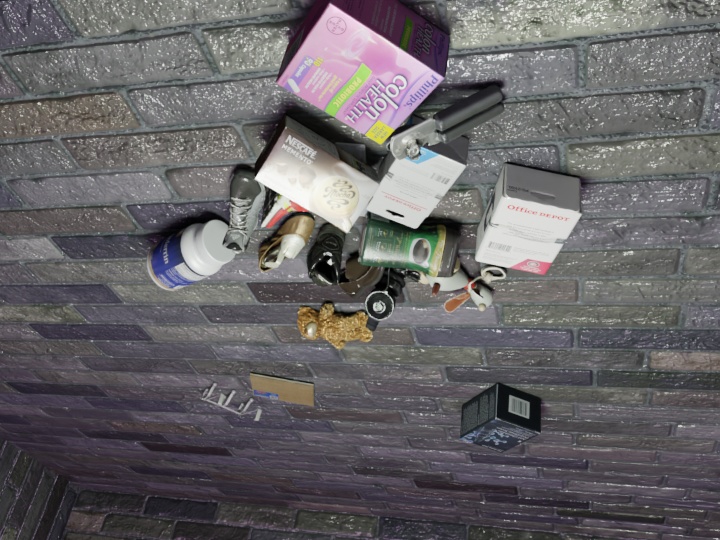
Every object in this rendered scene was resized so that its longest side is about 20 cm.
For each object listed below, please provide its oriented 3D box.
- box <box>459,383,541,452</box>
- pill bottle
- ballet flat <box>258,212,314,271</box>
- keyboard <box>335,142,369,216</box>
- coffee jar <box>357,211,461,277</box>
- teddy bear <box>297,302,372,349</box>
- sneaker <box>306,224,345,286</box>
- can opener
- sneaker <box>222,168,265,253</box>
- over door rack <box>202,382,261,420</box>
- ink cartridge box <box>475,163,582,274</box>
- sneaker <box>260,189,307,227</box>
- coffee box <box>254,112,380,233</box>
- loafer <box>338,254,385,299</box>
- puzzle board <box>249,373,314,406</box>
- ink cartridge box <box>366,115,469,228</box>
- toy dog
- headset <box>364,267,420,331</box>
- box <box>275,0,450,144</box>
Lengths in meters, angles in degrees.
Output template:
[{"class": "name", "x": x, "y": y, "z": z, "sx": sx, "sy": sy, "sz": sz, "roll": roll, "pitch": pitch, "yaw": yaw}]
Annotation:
[{"class": "box", "x": 0.392, "y": 0.420, "z": 2.013, "sx": 0.146, "sy": 0.108, "sz": 0.200, "roll": 20, "pitch": 146, "yaw": -14}, {"class": "pill bottle", "x": -0.369, "y": -0.035, "z": 1.565, "sx": 0.198, "sy": 0.117, "sz": 0.115, "roll": -20, "pitch": 136, "yaw": 37}, {"class": "ballet flat", "x": -0.164, "y": -0.049, "z": 1.524, "sx": 0.067, "sy": 0.073, "sz": 0.199, "roll": 30, "pitch": 141, "yaw": -27}, {"class": "keyboard", "x": -0.014, "y": -0.170, "z": 1.367, "sx": 0.055, "sy": 0.011, "sz": 0.201, "roll": 10, "pitch": 146, "yaw": 11}, {"class": "coffee jar", "x": 0.098, "y": -0.049, "z": 1.417, "sx": 0.196, "sy": 0.085, "sz": 0.106, "roll": 10, "pitch": 103, "yaw": -4}, {"class": "teddy bear", "x": -0.064, "y": 0.142, "z": 1.778, "sx": 0.197, "sy": 0.068, "sz": 0.146, "roll": 14, "pitch": 143, "yaw": -6}, {"class": "sneaker", "x": -0.083, "y": -0.001, "z": 1.538, "sx": 0.075, "sy": 0.116, "sz": 0.200, "roll": 17, "pitch": 148, "yaw": -6}, {"class": "can opener", "x": 0.130, "y": -0.242, "z": 1.141, "sx": 0.198, "sy": 0.067, "sz": 0.054, "roll": -28, "pitch": 141, "yaw": -2}, {"class": "sneaker", "x": -0.238, "y": -0.102, "z": 1.430, "sx": 0.074, "sy": 0.117, "sz": 0.201, "roll": 11, "pitch": 146, "yaw": -1}, {"class": "over door rack", "x": -0.402, "y": 0.411, "z": 2.247, "sx": 0.146, "sy": 0.068, "sz": 0.199, "roll": 28, "pitch": 164, "yaw": -23}, {"class": "ink cartridge box", "x": 0.306, "y": -0.091, "z": 1.319, "sx": 0.142, "sy": 0.085, "sz": 0.201, "roll": 11, "pitch": 147, "yaw": 0}, {"class": "sneaker", "x": -0.132, "y": -0.133, "z": 1.397, "sx": 0.084, "sy": 0.078, "sz": 0.199, "roll": 23, "pitch": 145, "yaw": -26}, {"class": "coffee box", "x": -0.078, "y": -0.172, "z": 1.269, "sx": 0.198, "sy": 0.080, "sz": 0.114, "roll": 30, "pitch": 112, "yaw": -20}, {"class": "loafer", "x": 0.000, "y": 0.000, "z": 1.547, "sx": 0.070, "sy": 0.074, "sz": 0.200, "roll": 22, "pitch": 143, "yaw": -13}, {"class": "puzzle board", "x": -0.239, "y": 0.366, "z": 2.198, "sx": 0.196, "sy": 0.018, "sz": 0.152, "roll": 10, "pitch": 147, "yaw": 3}, {"class": "ink cartridge box", "x": 0.097, "y": -0.171, "z": 1.279, "sx": 0.114, "sy": 0.068, "sz": 0.200, "roll": 20, "pitch": 144, "yaw": -13}, {"class": "toy dog", "x": 0.208, "y": 0.040, "z": 1.525, "sx": 0.197, "sy": 0.098, "sz": 0.132, "roll": 18, "pitch": 146, "yaw": -11}, {"class": "headset", "x": 0.067, "y": 0.055, "z": 1.564, "sx": 0.093, "sy": 0.124, "sz": 0.201, "roll": 24, "pitch": 138, "yaw": 5}, {"class": "box", "x": 0.003, "y": -0.316, "z": 1.070, "sx": 0.198, "sy": 0.098, "sz": 0.176, "roll": 26, "pitch": 143, "yaw": -22}]
